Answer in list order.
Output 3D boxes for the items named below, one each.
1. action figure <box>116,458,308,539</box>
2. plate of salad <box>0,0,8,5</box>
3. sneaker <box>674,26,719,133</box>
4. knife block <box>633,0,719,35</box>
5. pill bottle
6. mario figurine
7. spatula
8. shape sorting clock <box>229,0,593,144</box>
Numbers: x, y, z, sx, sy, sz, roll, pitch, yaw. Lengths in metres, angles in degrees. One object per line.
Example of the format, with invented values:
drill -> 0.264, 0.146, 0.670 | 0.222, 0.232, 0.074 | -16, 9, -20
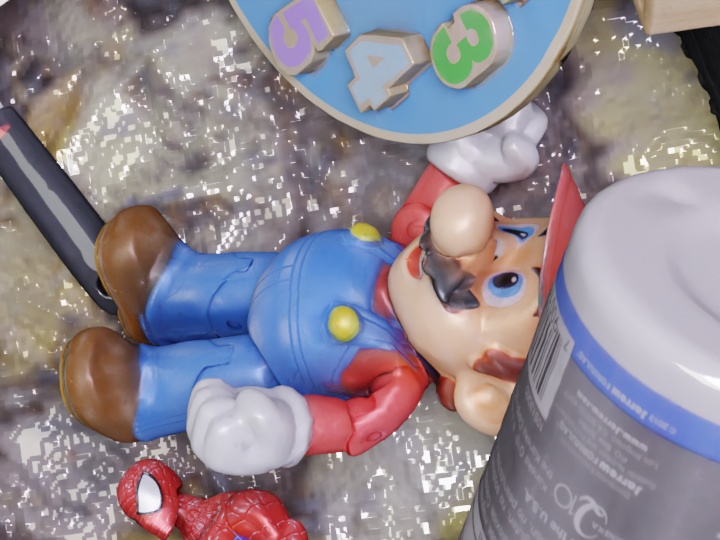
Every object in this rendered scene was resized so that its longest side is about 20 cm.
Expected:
action figure -> -0.010, 0.136, 0.810 | 0.200, 0.052, 0.065 | 47, 137, 17
plate of salad -> -0.161, -0.166, 0.853 | 0.199, 0.048, 0.201 | -9, 65, 21
sneaker -> 0.120, -0.073, 0.762 | 0.200, 0.076, 0.088 | 32, 115, 26
knife block -> 0.194, -0.117, 0.687 | 0.175, 0.064, 0.200 | 29, 61, 20
pill bottle -> 0.086, 0.081, 0.715 | 0.114, 0.114, 0.200 | 30, 126, 18
mario figurine -> 0.000, 0.000, 0.786 | 0.199, 0.106, 0.124 | -6, 85, 21
spatula -> -0.138, -0.065, 0.880 | 0.056, 0.021, 0.200 | -38, 78, 11
shape sorting clock -> 0.002, -0.136, 0.753 | 0.200, 0.039, 0.201 | 19, 116, 43
